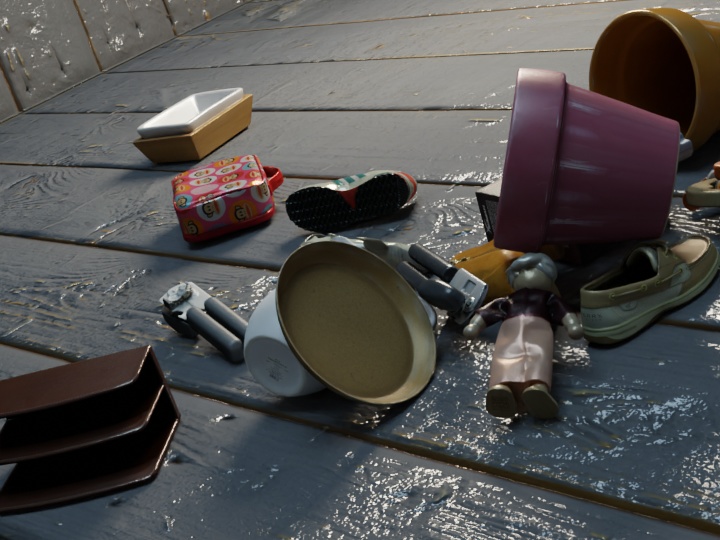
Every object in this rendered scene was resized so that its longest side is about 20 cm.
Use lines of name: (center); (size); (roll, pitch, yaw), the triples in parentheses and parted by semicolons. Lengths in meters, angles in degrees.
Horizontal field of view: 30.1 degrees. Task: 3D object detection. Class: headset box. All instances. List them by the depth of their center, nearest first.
headset box: (0.264, -0.082, 1.646); (0.148, 0.075, 0.200); (-28, 24, -25)

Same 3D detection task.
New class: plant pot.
plant pot: (-0.008, 0.059, 1.422); (0.027, 0.200, 0.200); (-45, 1, 41)
plant pot: (0.244, -0.109, 1.443); (0.179, 0.200, 0.200); (9, 27, 6)
plant pot: (0.441, -0.257, 1.794); (0.183, 0.201, 0.200); (-14, 17, -32)

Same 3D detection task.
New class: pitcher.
pitcher: (-0.022, 0.063, 1.500); (0.171, 0.121, 0.200); (24, 41, 19)

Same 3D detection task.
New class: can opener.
can opener: (0.082, 0.007, 1.515); (0.053, 0.067, 0.200); (-56, 26, 2)
can opener: (-0.190, 0.066, 1.696); (0.053, 0.067, 0.200); (-31, 33, -24)

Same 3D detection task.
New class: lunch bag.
lunch bag: (-0.207, -0.123, 2.113); (0.176, 0.082, 0.200); (-18, 21, -1)

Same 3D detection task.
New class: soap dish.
soap dish: (-0.316, -0.276, 2.565); (0.157, 0.081, 0.200); (-2, 28, 37)

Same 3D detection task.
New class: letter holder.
letter holder: (-0.319, 0.178, 1.471); (0.200, 0.101, 0.142); (-14, 24, 12)

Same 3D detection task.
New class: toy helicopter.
toy helicopter: (0.469, -0.105, 1.573); (0.200, 0.079, 0.132); (-16, 10, -22)

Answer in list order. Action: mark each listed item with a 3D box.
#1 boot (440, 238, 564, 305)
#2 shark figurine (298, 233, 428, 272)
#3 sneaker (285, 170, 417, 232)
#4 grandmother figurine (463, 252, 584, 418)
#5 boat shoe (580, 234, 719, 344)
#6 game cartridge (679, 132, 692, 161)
boot: (0.153, 0.024, 1.519); (0.144, 0.071, 0.201); (-20, 24, 26)
shark figurine: (-0.022, -0.003, 1.700); (0.214, 0.090, 0.128); (6, -2, 31)
sneaker: (-0.008, -0.104, 1.952); (0.199, 0.071, 0.093); (-11, 5, 23)
grandmother figurine: (0.165, 0.058, 1.349); (0.121, 0.061, 0.200); (6, 46, 11)
boat shoe: (0.308, 0.005, 1.416); (0.200, 0.067, 0.074); (-33, 26, -32)
game cartridge: (0.289, -0.141, 1.622); (0.133, 0.041, 0.200); (-20, 21, -20)
